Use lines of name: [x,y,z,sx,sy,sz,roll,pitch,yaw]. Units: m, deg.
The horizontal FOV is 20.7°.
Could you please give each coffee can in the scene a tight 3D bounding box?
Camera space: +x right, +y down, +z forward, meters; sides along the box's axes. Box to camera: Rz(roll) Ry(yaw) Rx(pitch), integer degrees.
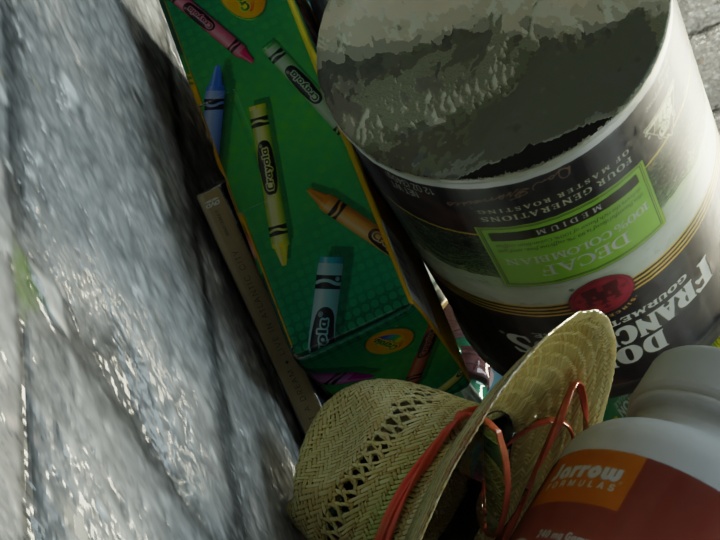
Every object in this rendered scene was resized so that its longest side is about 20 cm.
coffee can: [0.081,-0.052,0.852,0.200,0.146,0.147,55,13,-55]

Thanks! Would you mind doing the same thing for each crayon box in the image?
crayon box: [-0.021,-0.039,0.894,0.119,0.058,0.200,52,15,-65]

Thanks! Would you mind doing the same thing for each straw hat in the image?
straw hat: [0.019,0.087,0.776,0.085,0.201,0.201,24,-9,21]

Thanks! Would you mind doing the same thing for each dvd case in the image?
dvd case: [-0.020,0.047,0.920,0.149,0.016,0.200,-68,133,-82]

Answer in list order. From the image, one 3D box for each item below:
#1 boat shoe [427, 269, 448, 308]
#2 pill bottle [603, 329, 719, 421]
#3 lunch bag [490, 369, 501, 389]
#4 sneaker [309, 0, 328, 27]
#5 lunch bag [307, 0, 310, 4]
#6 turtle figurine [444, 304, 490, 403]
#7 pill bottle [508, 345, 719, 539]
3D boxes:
boat shoe: [0.000,0.000,1.035,0.069,0.071,0.200,46,1,-11]
pill bottle: [0.201,0.111,0.926,0.200,0.113,0.113,57,3,21]
lunch bag: [0.109,0.106,1.335,0.161,0.082,0.200,-105,173,-49]
sneaker: [0.020,-0.121,0.960,0.088,0.074,0.200,62,5,20]
lunch bag: [-0.081,-0.225,1.074,0.200,0.082,0.161,56,13,-55]
turtle figurine: [0.069,0.091,0.985,0.150,0.101,0.200,42,30,-16]
pill bottle: [0.104,0.130,0.749,0.200,0.112,0.112,-56,136,-27]
